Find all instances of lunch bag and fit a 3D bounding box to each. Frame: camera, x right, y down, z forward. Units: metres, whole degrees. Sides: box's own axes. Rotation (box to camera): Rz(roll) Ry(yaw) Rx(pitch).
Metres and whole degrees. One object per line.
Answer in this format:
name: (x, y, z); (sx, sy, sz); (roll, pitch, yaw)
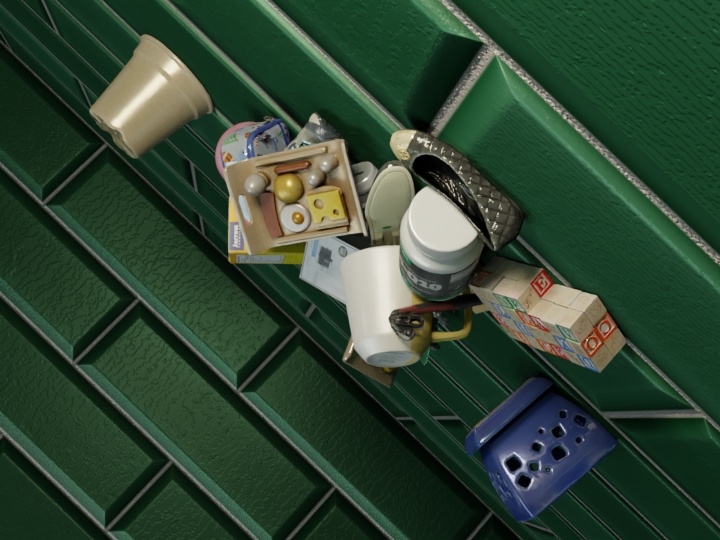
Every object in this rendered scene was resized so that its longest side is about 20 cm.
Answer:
lunch bag: (-0.154, -0.155, 1.553); (0.075, 0.160, 0.201); (-4, 109, 25)

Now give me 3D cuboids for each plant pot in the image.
plant pot: (-0.425, -0.329, 1.839); (0.200, 0.184, 0.201); (41, 167, 11)
plant pot: (0.300, 0.307, 1.627); (0.180, 0.200, 0.200); (48, 169, 13)

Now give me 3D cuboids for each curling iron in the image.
curling iron: (0.131, 0.057, 1.342); (0.026, 0.199, 0.050); (120, 132, -60)

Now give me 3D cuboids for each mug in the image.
mug: (0.062, 0.057, 1.391); (0.186, 0.154, 0.149); (-11, 155, 21)

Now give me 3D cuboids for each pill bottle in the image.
pill bottle: (0.109, -0.038, 1.254); (0.113, 0.113, 0.200); (41, 167, 14)

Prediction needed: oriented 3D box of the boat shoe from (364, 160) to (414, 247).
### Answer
boat shoe: (0.038, -0.099, 1.366); (0.200, 0.072, 0.068); (93, 171, -58)

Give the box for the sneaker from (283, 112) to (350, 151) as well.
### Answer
sneaker: (-0.079, -0.180, 1.445); (0.078, 0.086, 0.200); (44, 168, -6)

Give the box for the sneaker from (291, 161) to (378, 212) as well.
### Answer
sneaker: (-0.051, -0.105, 1.441); (0.199, 0.073, 0.071); (-12, 136, 27)

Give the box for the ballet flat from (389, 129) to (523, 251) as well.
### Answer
ballet flat: (0.112, -0.104, 1.132); (0.200, 0.057, 0.067); (40, 152, 11)

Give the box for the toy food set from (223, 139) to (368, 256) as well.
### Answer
toy food set: (-0.094, -0.103, 1.371); (0.199, 0.060, 0.144); (-8, 108, 23)

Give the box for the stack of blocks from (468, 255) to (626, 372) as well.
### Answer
stack of blocks: (0.247, 0.054, 1.245); (0.115, 0.059, 0.200); (50, 167, -26)

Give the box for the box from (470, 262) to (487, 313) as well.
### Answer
box: (0.140, -0.013, 1.454); (0.200, 0.021, 0.163); (44, 168, -2)

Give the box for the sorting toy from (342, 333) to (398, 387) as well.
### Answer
sorting toy: (0.050, 0.109, 1.715); (0.036, 0.186, 0.200); (13, 166, 32)

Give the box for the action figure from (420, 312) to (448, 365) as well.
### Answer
action figure: (0.124, 0.066, 1.646); (0.200, 0.055, 0.118); (87, 178, -54)

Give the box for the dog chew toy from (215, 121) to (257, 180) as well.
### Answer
dog chew toy: (-0.185, -0.189, 1.710); (0.124, 0.125, 0.200); (38, 175, 24)

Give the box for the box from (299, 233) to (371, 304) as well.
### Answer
box: (0.000, 0.000, 1.572); (0.200, 0.060, 0.117); (29, 124, 22)

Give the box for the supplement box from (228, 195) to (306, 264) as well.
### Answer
supplement box: (-0.145, -0.074, 1.728); (0.199, 0.110, 0.109); (1, 171, -8)
